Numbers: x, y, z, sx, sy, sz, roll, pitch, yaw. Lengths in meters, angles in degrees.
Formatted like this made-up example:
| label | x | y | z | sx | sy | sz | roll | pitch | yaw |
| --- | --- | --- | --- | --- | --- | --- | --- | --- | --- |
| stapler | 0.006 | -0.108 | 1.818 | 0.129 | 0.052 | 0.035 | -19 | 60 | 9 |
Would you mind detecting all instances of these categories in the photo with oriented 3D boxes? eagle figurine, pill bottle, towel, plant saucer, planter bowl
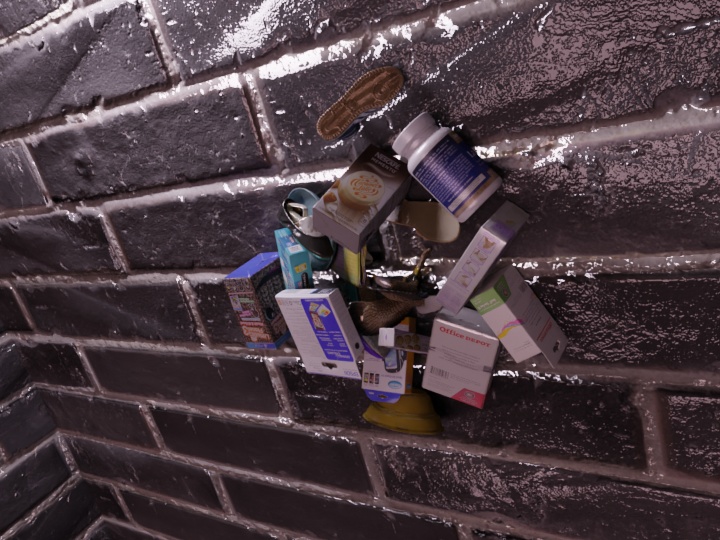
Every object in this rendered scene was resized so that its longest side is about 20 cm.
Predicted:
| label | x | y | z | sx | sy | sz | roll | pitch | yaw |
| --- | --- | --- | --- | --- | --- | --- | --- | --- | --- |
| eagle figurine | 0.075 | 0.056 | 1.309 | 0.151 | 0.200 | 0.152 | 5 | 120 | 31 |
| pill bottle | 0.162 | -0.198 | 1.167 | 0.200 | 0.116 | 0.116 | 45 | 131 | 3 |
| towel | -0.029 | -0.047 | 1.355 | 0.200 | 0.023 | 0.144 | -157 | 64 | -67 |
| plant saucer | -0.112 | -0.097 | 1.426 | 0.200 | 0.027 | 0.201 | 33 | 133 | 44 |
| planter bowl | 0.109 | 0.327 | 1.480 | 0.200 | 0.200 | 0.084 | 8 | 89 | 30 |

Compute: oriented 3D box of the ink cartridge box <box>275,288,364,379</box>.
| label | x | y | z | sx | sy | sz | roll | pitch | yaw |
| --- | --- | --- | --- | --- | --- | --- | --- | --- | --- |
| ink cartridge box | -0.083 | 0.135 | 1.326 | 0.198 | 0.043 | 0.200 | -3 | 112 | 49 |

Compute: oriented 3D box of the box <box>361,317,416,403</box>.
| label | x | y | z | sx | sy | sz | roll | pitch | yaw |
| --- | --- | --- | --- | --- | --- | --- | --- | --- | --- |
| box | 0.066 | 0.208 | 1.445 | 0.119 | 0.041 | 0.201 | 1 | 85 | 33 |

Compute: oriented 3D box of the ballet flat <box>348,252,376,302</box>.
| label | x | y | z | sx | sy | sz | roll | pitch | yaw |
| --- | --- | --- | --- | --- | --- | --- | --- | --- | --- |
| ballet flat | 0.000 | 0.000 | 1.410 | 0.070 | 0.065 | 0.201 | 152 | 112 | -64 |

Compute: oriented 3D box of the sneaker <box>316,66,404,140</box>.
| label | x | y | z | sx | sy | sz | roll | pitch | yaw |
| --- | --- | --- | --- | --- | --- | --- | --- | --- | --- |
| sneaker | 0.003 | -0.333 | 1.238 | 0.200 | 0.108 | 0.070 | -35 | 91 | 10 |

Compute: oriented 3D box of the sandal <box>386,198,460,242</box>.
| label | x | y | z | sx | sy | sz | roll | pitch | yaw |
| --- | --- | --- | --- | --- | --- | --- | --- | --- | --- |
| sandal | 0.140 | -0.102 | 1.279 | 0.211 | 0.070 | 0.078 | 23 | 90 | 41 |

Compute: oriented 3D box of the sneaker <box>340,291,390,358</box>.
| label | x | y | z | sx | sy | sz | roll | pitch | yaw |
| --- | --- | --- | --- | --- | --- | --- | --- | --- | --- |
| sneaker | -0.020 | 0.137 | 1.433 | 0.200 | 0.070 | 0.100 | 45 | 134 | 0 |

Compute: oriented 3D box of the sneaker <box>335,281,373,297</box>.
| label | x | y | z | sx | sy | sz | roll | pitch | yaw |
| --- | --- | --- | --- | --- | --- | --- | --- | --- | --- |
| sneaker | -0.033 | 0.082 | 1.502 | 0.200 | 0.075 | 0.088 | -18 | 137 | 32 |

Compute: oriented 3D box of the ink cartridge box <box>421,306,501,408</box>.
| label | x | y | z | sx | sy | sz | roll | pitch | yaw |
| --- | --- | --- | --- | --- | --- | --- | --- | --- | --- |
| ink cartridge box | 0.229 | 0.186 | 1.354 | 0.146 | 0.083 | 0.200 | 18 | 123 | 18 |

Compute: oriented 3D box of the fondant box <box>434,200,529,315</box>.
| label | x | y | z | sx | sy | sz | roll | pitch | yaw |
| --- | --- | --- | --- | --- | --- | --- | --- | --- | --- |
| fondant box | 0.237 | -0.025 | 1.196 | 0.058 | 0.144 | 0.200 | 36 | 130 | 12 |

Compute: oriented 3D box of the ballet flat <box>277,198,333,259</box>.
| label | x | y | z | sx | sy | sz | roll | pitch | yaw |
| --- | --- | --- | --- | --- | --- | --- | --- | --- | --- |
| ballet flat | -0.125 | -0.101 | 1.361 | 0.200 | 0.068 | 0.069 | 40 | 129 | 37 |

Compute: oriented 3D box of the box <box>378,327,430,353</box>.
| label | x | y | z | sx | sy | sz | roll | pitch | yaw |
| --- | --- | --- | --- | --- | --- | --- | --- | --- | --- |
| box | 0.106 | 0.158 | 1.359 | 0.039 | 0.200 | 0.042 | -1 | 78 | 32 |

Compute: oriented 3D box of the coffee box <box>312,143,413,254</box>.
| label | x | y | z | sx | sy | sz | roll | pitch | yaw |
| --- | --- | --- | --- | --- | --- | --- | --- | --- | --- |
| coffee box | 0.006 | -0.146 | 1.236 | 0.114 | 0.200 | 0.080 | 32 | 154 | 13 |

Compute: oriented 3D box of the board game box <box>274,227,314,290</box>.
| label | x | y | z | sx | sy | sz | roll | pitch | yaw |
| --- | --- | --- | --- | --- | --- | --- | --- | --- | --- |
| board game box | -0.147 | 0.018 | 1.439 | 0.151 | 0.047 | 0.201 | -129 | 27 | -58 |

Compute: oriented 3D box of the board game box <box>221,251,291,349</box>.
| label | x | y | z | sx | sy | sz | roll | pitch | yaw |
| --- | --- | --- | --- | --- | --- | --- | --- | --- | --- |
| board game box | -0.234 | 0.074 | 1.553 | 0.097 | 0.159 | 0.201 | -3 | 114 | 34 |

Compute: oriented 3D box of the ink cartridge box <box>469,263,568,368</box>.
| label | x | y | z | sx | sy | sz | roll | pitch | yaw |
| --- | --- | --- | --- | --- | --- | --- | --- | --- | --- |
| ink cartridge box | 0.321 | 0.100 | 1.228 | 0.067 | 0.117 | 0.200 | -36 | 92 | 41 |
